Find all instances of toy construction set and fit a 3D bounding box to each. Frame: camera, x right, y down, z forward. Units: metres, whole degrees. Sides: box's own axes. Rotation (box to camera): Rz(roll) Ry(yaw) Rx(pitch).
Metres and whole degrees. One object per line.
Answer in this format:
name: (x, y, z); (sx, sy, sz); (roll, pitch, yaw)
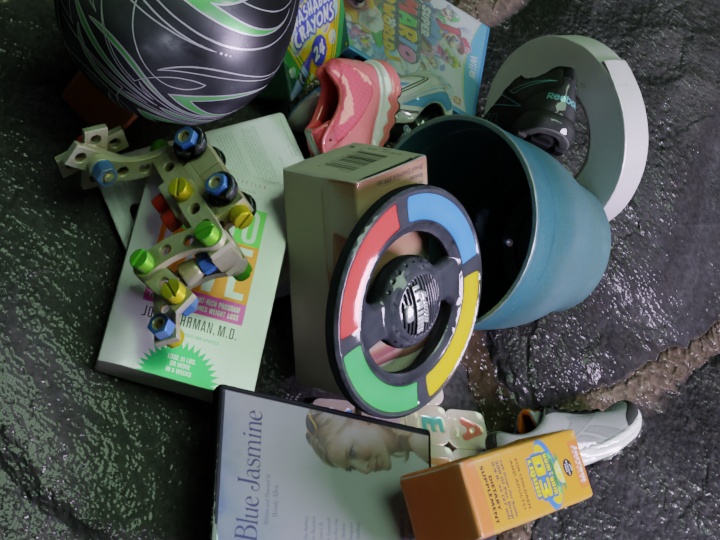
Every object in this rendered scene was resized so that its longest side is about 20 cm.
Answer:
toy construction set: (-0.161, -0.047, 1.328); (0.200, 0.131, 0.092); (54, 3, 23)

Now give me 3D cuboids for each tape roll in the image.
tape roll: (0.205, -0.139, 1.635); (0.037, 0.203, 0.204); (-7, 69, -39)

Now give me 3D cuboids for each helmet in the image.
helmet: (-0.155, -0.218, 1.339); (0.200, 0.200, 0.191); (44, 46, -6)

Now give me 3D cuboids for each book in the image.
book: (-0.139, 0.008, 1.376); (0.133, 0.048, 0.201); (16, 64, -11)

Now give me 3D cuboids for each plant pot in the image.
plant pot: (0.138, -0.034, 1.540); (0.187, 0.200, 0.201); (8, 59, -49)

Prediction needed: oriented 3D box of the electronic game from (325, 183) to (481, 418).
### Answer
electronic game: (0.039, 0.026, 1.360); (0.199, 0.041, 0.201); (-19, 115, -47)

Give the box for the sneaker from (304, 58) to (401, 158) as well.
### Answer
sneaker: (-0.022, -0.103, 1.506); (0.086, 0.074, 0.202); (8, 85, -39)

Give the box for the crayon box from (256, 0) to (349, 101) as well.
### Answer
crayon box: (-0.072, -0.278, 1.530); (0.126, 0.051, 0.201); (-50, 139, -46)

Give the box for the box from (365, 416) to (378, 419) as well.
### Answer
box: (-0.025, 0.226, 1.340); (0.116, 0.060, 0.201); (3, 63, -28)

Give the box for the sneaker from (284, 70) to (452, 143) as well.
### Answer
sneaker: (0.014, -0.157, 1.594); (0.199, 0.072, 0.073); (-10, 64, -39)

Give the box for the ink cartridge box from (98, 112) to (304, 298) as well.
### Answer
ink cartridge box: (-0.128, -0.044, 1.453); (0.199, 0.047, 0.161); (-18, 76, -27)

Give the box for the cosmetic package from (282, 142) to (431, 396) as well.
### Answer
cosmetic package: (0.000, 0.000, 1.408); (0.103, 0.087, 0.201); (-26, 121, -45)

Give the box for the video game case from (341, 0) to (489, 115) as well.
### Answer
video game case: (0.046, -0.254, 1.711); (0.199, 0.018, 0.144); (28, 50, -20)

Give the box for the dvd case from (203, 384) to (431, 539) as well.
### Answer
dvd case: (-0.031, 0.178, 1.312); (0.199, 0.018, 0.143); (14, 58, -23)

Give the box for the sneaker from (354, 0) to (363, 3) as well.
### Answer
sneaker: (0.009, -0.369, 1.697); (0.088, 0.077, 0.200); (34, 45, -4)

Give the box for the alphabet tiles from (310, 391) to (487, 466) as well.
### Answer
alphabet tiles: (0.045, 0.177, 1.459); (0.195, 0.015, 0.201); (9, 59, -33)

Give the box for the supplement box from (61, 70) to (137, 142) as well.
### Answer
supplement box: (-0.185, -0.204, 1.480); (0.069, 0.066, 0.200); (43, 48, -8)

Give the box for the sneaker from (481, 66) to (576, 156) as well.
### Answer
sneaker: (0.161, -0.145, 1.607); (0.075, 0.200, 0.080); (21, 74, -21)

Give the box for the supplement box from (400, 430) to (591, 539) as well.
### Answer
supplement box: (0.118, 0.183, 1.362); (0.200, 0.069, 0.067); (-7, 78, -57)

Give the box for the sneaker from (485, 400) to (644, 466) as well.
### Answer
sneaker: (0.197, 0.157, 1.539); (0.199, 0.074, 0.080); (-20, 81, -41)
